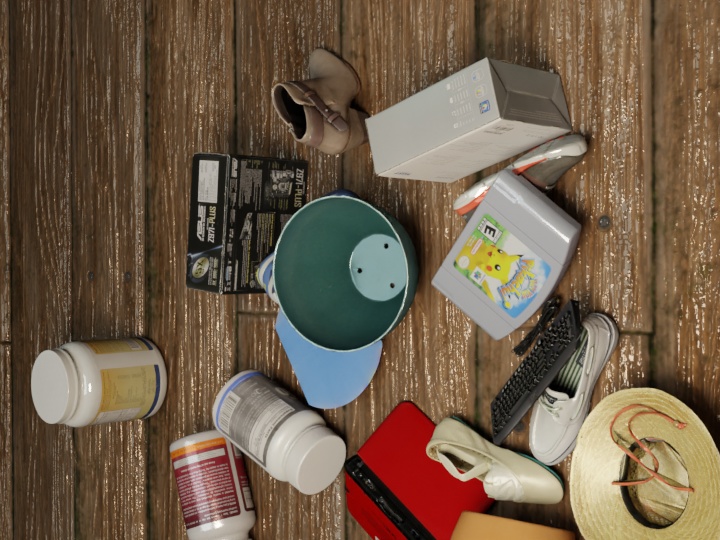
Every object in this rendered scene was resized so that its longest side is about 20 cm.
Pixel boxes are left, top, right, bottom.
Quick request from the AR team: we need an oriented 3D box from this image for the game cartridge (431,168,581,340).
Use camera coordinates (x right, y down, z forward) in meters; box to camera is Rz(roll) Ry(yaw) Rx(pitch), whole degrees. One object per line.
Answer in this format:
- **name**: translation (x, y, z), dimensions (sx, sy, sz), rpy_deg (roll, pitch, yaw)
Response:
- **game cartridge**: translation (0.179, -0.010, 1.278), dimensions (0.133, 0.040, 0.201), rpy_deg (38, 131, 11)

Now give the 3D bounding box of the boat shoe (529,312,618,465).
- **boat shoe**: translation (0.237, 0.141, 1.246), dimensions (0.073, 0.066, 0.203), rpy_deg (30, 111, 39)

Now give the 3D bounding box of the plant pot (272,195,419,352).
- **plant pot**: translation (0.000, 0.000, 1.412), dimensions (0.198, 0.134, 0.203), rpy_deg (2, 95, 27)

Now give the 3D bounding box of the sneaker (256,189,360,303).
- **sneaker**: translation (-0.064, -0.027, 1.499), dimensions (0.200, 0.074, 0.083), rpy_deg (-49, 33, 15)

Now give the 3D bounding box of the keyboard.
- **keyboard**: translation (0.206, 0.108, 1.260), dimensions (0.128, 0.020, 0.201), rpy_deg (-80, 16, -50)

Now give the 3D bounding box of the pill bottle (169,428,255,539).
- **pill bottle**: translation (-0.230, 0.360, 1.664), dimensions (0.112, 0.112, 0.203), rpy_deg (-26, 72, 40)

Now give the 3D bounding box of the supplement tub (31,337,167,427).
- **supplement tub**: translation (-0.451, 0.192, 1.813), dimensions (0.143, 0.198, 0.147), rpy_deg (0, 90, 43)

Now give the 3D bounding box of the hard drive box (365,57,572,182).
- **hard drive box**: translation (0.131, -0.178, 1.285), dimensions (0.199, 0.155, 0.078), rpy_deg (-21, 76, 41)

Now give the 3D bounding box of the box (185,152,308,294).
- **box**: translation (-0.168, -0.070, 1.566), dimensions (0.085, 0.163, 0.203), rpy_deg (8, 97, 43)

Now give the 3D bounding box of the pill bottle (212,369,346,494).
- **pill bottle**: translation (-0.120, 0.240, 1.558), dimensions (0.199, 0.113, 0.115), rpy_deg (30, 110, 39)

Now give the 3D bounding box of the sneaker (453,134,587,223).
- **sneaker**: translation (0.207, -0.097, 1.286), dimensions (0.199, 0.077, 0.083), rpy_deg (-29, 94, 43)

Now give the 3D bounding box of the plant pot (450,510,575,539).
- **plant pot**: translation (0.175, 0.366, 1.237), dimensions (0.198, 0.199, 0.142), rpy_deg (0, 74, 43)

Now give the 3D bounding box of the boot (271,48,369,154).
- **boot**: translation (-0.065, -0.246, 1.477), dimensions (0.070, 0.145, 0.201), rpy_deg (-51, 58, 33)

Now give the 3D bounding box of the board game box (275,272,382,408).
- **board game box**: translation (-0.037, 0.097, 1.529), dimensions (0.158, 0.039, 0.202), rpy_deg (-39, 65, 27)

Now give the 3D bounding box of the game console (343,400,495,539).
- **game console**: translation (0.080, 0.316, 1.433), dimensions (0.200, 0.118, 0.174), rpy_deg (42, 148, 36)

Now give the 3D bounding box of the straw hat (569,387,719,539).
- **straw hat**: translation (0.330, 0.231, 1.148), dimensions (0.199, 0.084, 0.204), rpy_deg (-6, 81, 42)

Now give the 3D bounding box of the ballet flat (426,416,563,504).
- **ballet flat**: translation (0.161, 0.251, 1.317), dimensions (0.199, 0.069, 0.070), rpy_deg (23, 106, 43)
